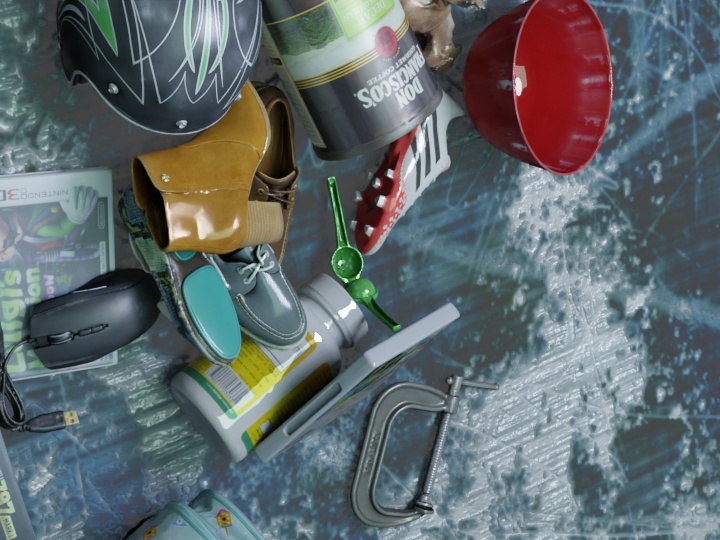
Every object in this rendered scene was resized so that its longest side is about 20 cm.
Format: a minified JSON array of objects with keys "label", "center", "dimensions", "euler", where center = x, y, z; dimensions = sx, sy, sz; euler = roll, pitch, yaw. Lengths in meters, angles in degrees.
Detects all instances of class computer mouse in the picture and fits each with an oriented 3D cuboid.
[{"label":"computer mouse","center":[-0.273,0.084,1.436],"dimensions":[0.198,0.046,0.142],"euler":[-16,108,-29]}]

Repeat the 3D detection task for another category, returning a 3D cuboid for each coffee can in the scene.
[{"label":"coffee can","center":[-0.023,-0.233,1.473],"dimensions":[0.146,0.146,0.201],"euler":[-36,114,-19]}]

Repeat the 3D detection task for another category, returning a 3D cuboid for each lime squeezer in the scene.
[{"label":"lime squeezer","center":[0.000,0.000,1.567],"dimensions":[0.037,0.201,0.071],"euler":[0,142,-33]}]

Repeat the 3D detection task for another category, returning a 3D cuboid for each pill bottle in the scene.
[{"label":"pill bottle","center":[-0.091,0.096,1.542],"dimensions":[0.200,0.112,0.113],"euler":[-41,120,-17]}]

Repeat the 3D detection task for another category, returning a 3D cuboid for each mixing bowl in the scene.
[{"label":"mixing bowl","center":[0.182,-0.205,1.624],"dimensions":[0.199,0.108,0.203],"euler":[-3,94,-50]}]

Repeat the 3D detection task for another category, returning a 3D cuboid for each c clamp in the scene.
[{"label":"c clamp","center":[0.072,0.211,1.725],"dimensions":[0.170,0.027,0.202],"euler":[19,91,-34]}]

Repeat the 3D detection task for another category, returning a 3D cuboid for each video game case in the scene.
[{"label":"video game case","center":[-0.323,0.007,1.426],"dimensions":[0.180,0.023,0.202],"euler":[-8,106,-30]},{"label":"video game case","center":[-0.001,0.115,1.538],"dimensions":[0.022,0.182,0.200],"euler":[52,31,8]}]

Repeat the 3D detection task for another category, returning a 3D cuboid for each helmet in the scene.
[{"label":"helmet","center":[-0.181,-0.230,1.353],"dimensions":[0.198,0.190,0.202],"euler":[-8,106,-30]}]

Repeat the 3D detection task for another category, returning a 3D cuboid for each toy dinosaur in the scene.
[{"label":"toy dinosaur","center":[0.041,-0.277,1.556],"dimensions":[0.199,0.086,0.136],"euler":[29,122,-18]}]

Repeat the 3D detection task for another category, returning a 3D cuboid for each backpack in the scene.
[{"label":"backpack","center":[-0.160,0.314,1.476],"dimensions":[0.153,0.200,0.176],"euler":[-41,84,-15]}]

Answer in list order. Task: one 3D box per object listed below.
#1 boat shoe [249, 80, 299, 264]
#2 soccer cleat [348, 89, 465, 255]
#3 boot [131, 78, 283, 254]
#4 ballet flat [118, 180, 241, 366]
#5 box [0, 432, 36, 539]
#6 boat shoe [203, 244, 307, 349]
[{"label":"boat shoe","center":[-0.100,-0.090,1.515],"dimensions":[0.071,0.067,0.202],"euler":[-7,106,-31]},{"label":"soccer cleat","center":[0.053,-0.106,1.610],"dimensions":[0.085,0.068,0.202],"euler":[22,86,-31]},{"label":"boot","center":[-0.157,-0.112,1.419],"dimensions":[0.143,0.071,0.203],"euler":[0,65,-39]},{"label":"ballet flat","center":[-0.180,0.004,1.447],"dimensions":[0.074,0.074,0.202],"euler":[-23,92,-25]},{"label":"box","center":[-0.408,0.203,1.394],"dimensions":[0.157,0.051,0.202],"euler":[-24,121,-22]},{"label":"boat shoe","center":[-0.121,-0.007,1.474],"dimensions":[0.073,0.062,0.201],"euler":[-36,87,-19]}]
